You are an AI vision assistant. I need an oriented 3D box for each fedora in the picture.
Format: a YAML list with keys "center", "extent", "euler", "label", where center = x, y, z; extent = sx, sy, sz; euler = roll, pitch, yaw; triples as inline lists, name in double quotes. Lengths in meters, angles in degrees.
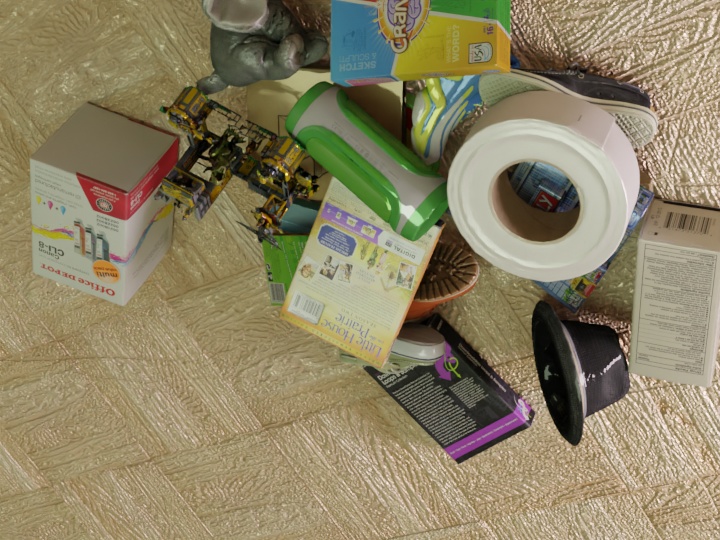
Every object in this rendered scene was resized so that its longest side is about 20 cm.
- center: [0.275, 0.117, 1.780]
  extent: [0.091, 0.201, 0.201]
  euler: [-14, 125, -4]
  label: "fedora"

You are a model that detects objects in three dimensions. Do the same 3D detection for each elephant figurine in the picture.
- center: [-0.127, -0.319, 1.639]
  extent: [0.141, 0.155, 0.201]
  euler: [8, 129, 46]
  label: "elephant figurine"

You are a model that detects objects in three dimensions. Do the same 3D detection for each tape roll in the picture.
- center: [0.198, -0.090, 1.568]
  extent: [0.202, 0.071, 0.203]
  euler: [12, 125, 17]
  label: "tape roll"

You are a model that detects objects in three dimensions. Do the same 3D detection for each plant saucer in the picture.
- center: [-0.023, -0.054, 1.858]
  extent: [0.199, 0.019, 0.070]
  euler: [17, 150, 14]
  label: "plant saucer"

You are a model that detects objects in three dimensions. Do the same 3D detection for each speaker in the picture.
- center: [0.010, -0.125, 1.649]
  extent: [0.200, 0.088, 0.089]
  euler: [42, 134, 10]
  label: "speaker"

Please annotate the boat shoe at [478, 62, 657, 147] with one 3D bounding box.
- center: [0.227, -0.187, 1.587]
  extent: [0.199, 0.062, 0.075]
  euler: [12, 139, 1]
  label: "boat shoe"

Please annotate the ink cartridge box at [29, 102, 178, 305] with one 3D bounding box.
- center: [-0.338, -0.085, 1.916]
  extent: [0.145, 0.145, 0.201]
  euler: [20, 133, 11]
  label: "ink cartridge box"

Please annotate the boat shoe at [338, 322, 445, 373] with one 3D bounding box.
- center: [0.040, 0.102, 1.891]
  extent: [0.200, 0.072, 0.062]
  euler: [11, 107, 53]
  label: "boat shoe"

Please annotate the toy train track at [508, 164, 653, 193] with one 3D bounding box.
- center: [0.243, -0.121, 1.673]
  extent: [0.199, 0.033, 0.115]
  euler: [14, 142, 25]
  label: "toy train track"

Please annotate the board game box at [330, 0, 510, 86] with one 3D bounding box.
- center: [0.063, -0.283, 1.567]
  extent: [0.199, 0.040, 0.154]
  euler: [-2, 86, 28]
  label: "board game box"

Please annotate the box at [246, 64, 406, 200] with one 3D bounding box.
- center: [-0.041, -0.163, 1.726]
  extent: [0.199, 0.021, 0.164]
  euler: [7, 112, 20]
  label: "box"

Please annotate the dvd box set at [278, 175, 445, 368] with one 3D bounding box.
- center: [0.000, 0.000, 1.735]
  extent: [0.146, 0.029, 0.201]
  euler: [26, 114, 10]
  label: "dvd box set"

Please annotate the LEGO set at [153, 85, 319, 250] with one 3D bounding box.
- center: [-0.160, -0.108, 1.688]
  extent: [0.200, 0.116, 0.154]
  euler: [31, 159, 7]
  label: "LEGO set"

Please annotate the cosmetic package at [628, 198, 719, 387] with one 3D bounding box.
- center: [0.372, 0.027, 1.685]
  extent: [0.103, 0.087, 0.201]
  euler: [10, 129, 16]
  label: "cosmetic package"

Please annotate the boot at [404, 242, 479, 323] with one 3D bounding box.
- center: [0.078, 0.021, 1.835]
  extent: [0.199, 0.075, 0.107]
  euler: [-11, 155, 35]
  label: "boot"

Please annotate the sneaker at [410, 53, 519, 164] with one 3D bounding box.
- center: [0.119, -0.202, 1.626]
  extent: [0.105, 0.076, 0.201]
  euler: [14, 121, 10]
  label: "sneaker"

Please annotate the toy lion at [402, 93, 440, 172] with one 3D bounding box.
- center: [-0.002, -0.147, 1.760]
  extent: [0.199, 0.069, 0.192]
  euler: [24, 126, 8]
  label: "toy lion"

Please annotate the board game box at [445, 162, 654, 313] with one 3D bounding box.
- center: [0.208, -0.067, 1.685]
  extent: [0.199, 0.062, 0.200]
  euler: [29, 147, 4]
  label: "board game box"

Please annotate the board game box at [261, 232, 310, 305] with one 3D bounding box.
- center: [-0.059, 0.000, 1.850]
  extent: [0.200, 0.030, 0.096]
  euler: [3, 104, 56]
  label: "board game box"

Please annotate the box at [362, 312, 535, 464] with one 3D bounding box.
- center: [0.119, 0.161, 1.957]
  extent: [0.200, 0.036, 0.143]
  euler: [45, 131, -13]
  label: "box"
